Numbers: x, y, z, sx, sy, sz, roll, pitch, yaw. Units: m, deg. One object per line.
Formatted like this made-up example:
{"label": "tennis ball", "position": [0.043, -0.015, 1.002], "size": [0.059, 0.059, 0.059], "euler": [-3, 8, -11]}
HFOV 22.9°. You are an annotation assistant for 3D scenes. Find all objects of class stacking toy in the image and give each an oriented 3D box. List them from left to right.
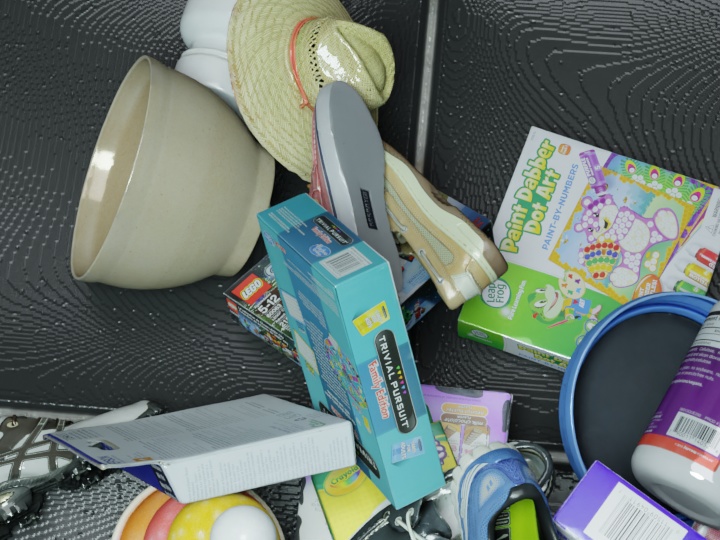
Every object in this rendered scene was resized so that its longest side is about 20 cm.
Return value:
{"label": "stacking toy", "position": [-0.107, 0.214, 1.337], "size": [0.145, 0.200, 0.147], "euler": [4, 75, -15]}

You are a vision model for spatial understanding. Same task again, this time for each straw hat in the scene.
{"label": "straw hat", "position": [-0.017, -0.177, 1.551], "size": [0.085, 0.201, 0.202], "euler": [-10, 63, 41]}

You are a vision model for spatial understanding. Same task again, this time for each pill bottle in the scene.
{"label": "pill bottle", "position": [-0.102, -0.235, 1.626], "size": [0.114, 0.114, 0.201], "euler": [15, 70, 9]}
{"label": "pill bottle", "position": [0.305, 0.100, 1.410], "size": [0.112, 0.113, 0.201], "euler": [28, 76, 13]}

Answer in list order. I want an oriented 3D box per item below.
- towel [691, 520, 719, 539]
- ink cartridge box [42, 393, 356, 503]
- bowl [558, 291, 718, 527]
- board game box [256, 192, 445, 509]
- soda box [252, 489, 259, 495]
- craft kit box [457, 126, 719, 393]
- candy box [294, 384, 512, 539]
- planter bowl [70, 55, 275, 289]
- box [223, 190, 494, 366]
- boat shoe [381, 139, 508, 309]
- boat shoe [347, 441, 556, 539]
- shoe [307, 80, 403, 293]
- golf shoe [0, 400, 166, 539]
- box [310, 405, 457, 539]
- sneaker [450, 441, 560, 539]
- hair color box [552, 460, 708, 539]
{"label": "towel", "position": [0.382, 0.207, 1.459], "size": [0.199, 0.030, 0.147], "euler": [32, 75, 1]}
{"label": "ink cartridge box", "position": [-0.130, 0.141, 1.394], "size": [0.199, 0.199, 0.041], "euler": [-8, 96, -22]}
{"label": "bowl", "position": [0.256, 0.118, 1.472], "size": [0.199, 0.039, 0.202], "euler": [1, 86, -19]}
{"label": "board game box", "position": [-0.007, 0.059, 1.352], "size": [0.047, 0.201, 0.151], "euler": [-24, 30, -15]}
{"label": "soda box", "position": [-0.146, 0.263, 1.464], "size": [0.063, 0.068, 0.201], "euler": [18, 72, 7]}
{"label": "craft kit box", "position": [0.209, -0.006, 1.561], "size": [0.197, 0.049, 0.201], "euler": [17, 71, 13]}
{"label": "candy box", "position": [0.034, 0.198, 1.478], "size": [0.167, 0.072, 0.201], "euler": [6, 69, 5]}
{"label": "planter bowl", "position": [-0.156, -0.069, 1.541], "size": [0.134, 0.200, 0.201], "euler": [18, 69, -19]}
{"label": "box", "position": [0.000, 0.000, 1.531], "size": [0.136, 0.038, 0.200], "euler": [32, 62, 33]}
{"label": "boat shoe", "position": [0.035, -0.041, 1.492], "size": [0.076, 0.072, 0.200], "euler": [-43, 49, -3]}
{"label": "boat shoe", "position": [0.060, 0.191, 1.359], "size": [0.200, 0.060, 0.076], "euler": [-35, 73, -12]}
{"label": "shoe", "position": [-0.028, -0.053, 1.469], "size": [0.091, 0.071, 0.201], "euler": [-26, 64, 33]}
{"label": "golf shoe", "position": [-0.265, 0.149, 1.511], "size": [0.199, 0.078, 0.095], "euler": [-29, 70, -9]}
{"label": "box", "position": [0.036, 0.208, 1.410], "size": [0.117, 0.048, 0.201], "euler": [-19, 68, -6]}
{"label": "sneaker", "position": [0.111, 0.232, 1.304], "size": [0.078, 0.089, 0.201], "euler": [-14, 110, -14]}
{"label": "hair color box", "position": [0.202, 0.226, 1.388], "size": [0.109, 0.200, 0.065], "euler": [36, 76, 15]}
